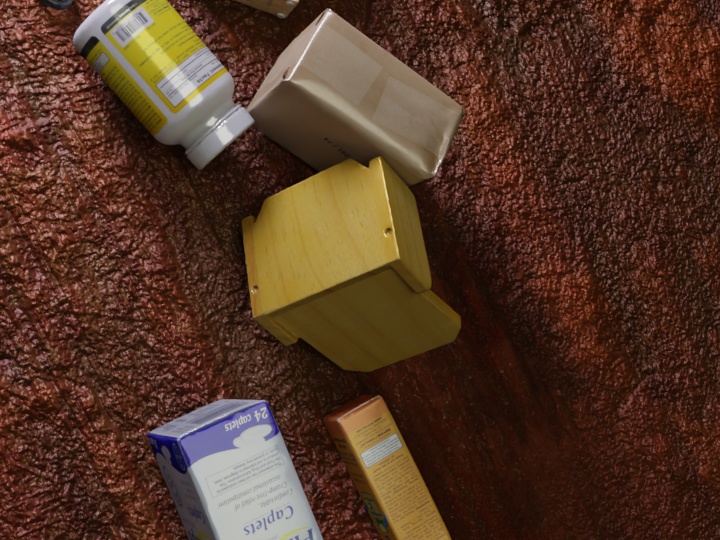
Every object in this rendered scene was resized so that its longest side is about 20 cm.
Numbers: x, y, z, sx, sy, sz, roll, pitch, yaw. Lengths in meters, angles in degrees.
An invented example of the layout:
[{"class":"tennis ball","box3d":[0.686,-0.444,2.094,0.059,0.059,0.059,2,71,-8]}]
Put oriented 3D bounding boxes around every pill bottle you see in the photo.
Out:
[{"class":"pill bottle","box3d":[-0.217,-0.217,1.216,0.112,0.112,0.200,-44,100,-18]}]

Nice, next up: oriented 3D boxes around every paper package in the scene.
[{"class":"paper package","box3d":[-0.012,-0.180,1.251,0.200,0.191,0.104,33,72,-15]}]

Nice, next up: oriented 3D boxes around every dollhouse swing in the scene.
[{"class":"dollhouse swing","box3d":[0.000,0.000,1.256,0.176,0.200,0.182,25,49,-52]}]

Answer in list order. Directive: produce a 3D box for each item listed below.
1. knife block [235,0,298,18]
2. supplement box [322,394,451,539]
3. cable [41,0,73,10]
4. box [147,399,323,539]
[{"class":"knife block","box3d":[-0.109,-0.409,1.308,0.200,0.064,0.176,15,79,-17]},{"class":"supplement box","box3d":[0.032,0.251,1.290,0.069,0.067,0.200,-29,94,-20]},{"class":"cable","box3d":[-0.400,-0.386,1.226,0.200,0.050,0.097,44,55,-23]},{"class":"box","box3d":[-0.135,0.250,1.168,0.105,0.184,0.200,-23,92,-21]}]
